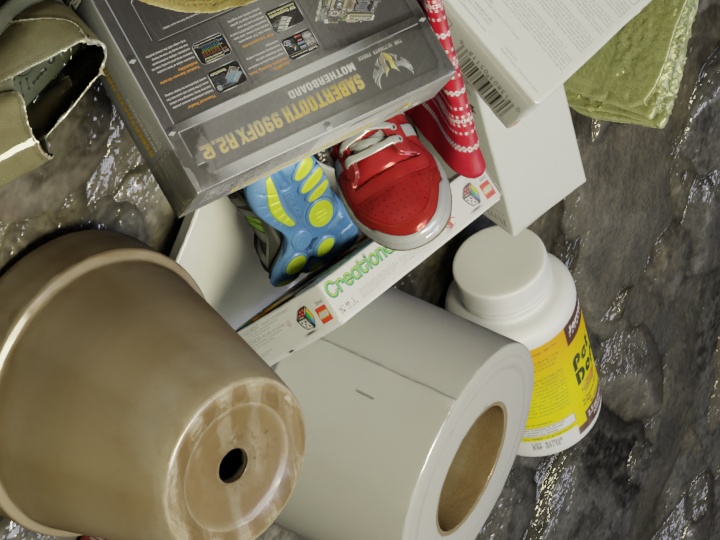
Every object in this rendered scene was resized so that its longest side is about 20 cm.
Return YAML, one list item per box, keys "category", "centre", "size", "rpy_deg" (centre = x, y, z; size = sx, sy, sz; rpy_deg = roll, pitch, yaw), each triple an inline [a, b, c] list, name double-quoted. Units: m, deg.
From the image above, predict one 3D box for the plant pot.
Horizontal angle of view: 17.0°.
- category: "plant pot"
  centre: [-0.134, 0.096, 1.520]
  size: [0.199, 0.173, 0.201]
  rpy_deg: [-22, 123, -38]

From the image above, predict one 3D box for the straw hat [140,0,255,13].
- category: "straw hat"
  centre: [-0.074, -0.251, 1.442]
  size: [0.085, 0.200, 0.202]
  rpy_deg: [-15, 121, -68]

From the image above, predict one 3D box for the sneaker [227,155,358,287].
- category: "sneaker"
  centre: [-0.053, -0.053, 1.624]
  size: [0.071, 0.083, 0.200]
  rpy_deg: [-30, 155, -5]

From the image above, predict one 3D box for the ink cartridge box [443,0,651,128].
- category: "ink cartridge box"
  centre: [0.118, -0.219, 1.699]
  size: [0.200, 0.162, 0.050]
  rpy_deg: [-42, -177, -37]

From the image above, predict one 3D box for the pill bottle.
- category: "pill bottle"
  centre: [0.133, 0.056, 1.993]
  size: [0.109, 0.109, 0.200]
  rpy_deg: [-51, 145, -26]

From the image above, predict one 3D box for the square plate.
- category: "square plate"
  centre: [-0.084, 0.005, 1.708]
  size: [0.200, 0.028, 0.199]
  rpy_deg: [25, 87, -59]

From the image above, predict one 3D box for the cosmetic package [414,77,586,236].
- category: "cosmetic package"
  centre: [0.091, -0.136, 1.803]
  size: [0.081, 0.113, 0.201]
  rpy_deg: [-36, 137, -17]

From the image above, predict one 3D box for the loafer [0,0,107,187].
- category: "loafer"
  centre: [-0.220, -0.083, 1.406]
  size: [0.200, 0.069, 0.075]
  rpy_deg: [-55, 146, -22]

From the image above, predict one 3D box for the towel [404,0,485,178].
- category: "towel"
  centre: [0.029, -0.168, 1.586]
  size: [0.022, 0.145, 0.201]
  rpy_deg: [-24, 125, -10]

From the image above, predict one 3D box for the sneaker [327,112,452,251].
- category: "sneaker"
  centre: [-0.003, -0.109, 1.564]
  size: [0.071, 0.200, 0.113]
  rpy_deg: [-25, 137, 1]

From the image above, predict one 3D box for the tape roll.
- category: "tape roll"
  centre: [0.025, 0.122, 1.810]
  size: [0.203, 0.139, 0.203]
  rpy_deg: [-50, 154, -36]

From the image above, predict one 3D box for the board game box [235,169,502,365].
- category: "board game box"
  centre: [0.000, 0.000, 1.697]
  size: [0.200, 0.126, 0.035]
  rpy_deg: [-38, 95, -44]

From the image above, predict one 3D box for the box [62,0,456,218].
- category: "box"
  centre: [-0.062, -0.145, 1.491]
  size: [0.199, 0.159, 0.048]
  rpy_deg: [-27, 174, -25]

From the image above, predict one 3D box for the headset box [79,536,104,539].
- category: "headset box"
  centre: [-0.169, 0.272, 1.690]
  size: [0.200, 0.075, 0.149]
  rpy_deg: [-57, 147, -19]

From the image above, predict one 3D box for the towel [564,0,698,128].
- category: "towel"
  centre: [0.202, -0.219, 1.905]
  size: [0.036, 0.148, 0.201]
  rpy_deg: [3, 103, -59]
